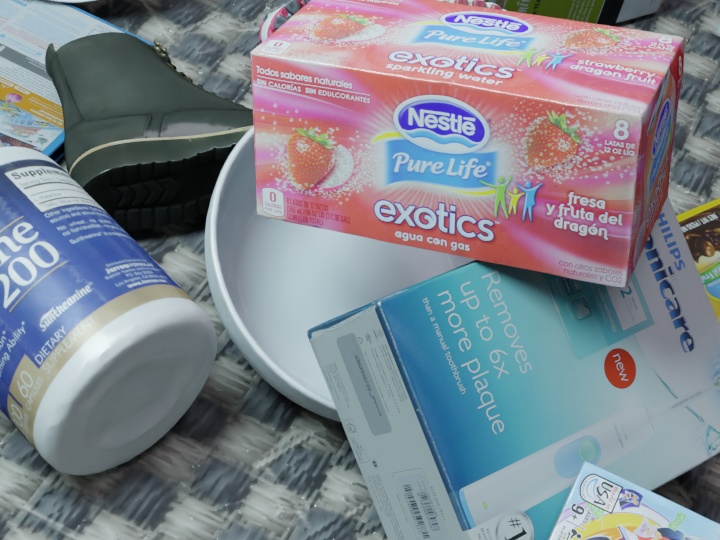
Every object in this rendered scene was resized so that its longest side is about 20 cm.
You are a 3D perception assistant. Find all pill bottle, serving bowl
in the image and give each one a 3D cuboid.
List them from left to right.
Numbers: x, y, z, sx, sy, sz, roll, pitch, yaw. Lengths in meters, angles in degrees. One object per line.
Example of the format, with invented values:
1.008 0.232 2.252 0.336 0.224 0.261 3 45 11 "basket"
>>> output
-0.178 0.005 0.826 0.111 0.111 0.200 -29 59 -35 "pill bottle"
0.000 0.000 0.889 0.199 0.066 0.201 9 65 -20 "serving bowl"

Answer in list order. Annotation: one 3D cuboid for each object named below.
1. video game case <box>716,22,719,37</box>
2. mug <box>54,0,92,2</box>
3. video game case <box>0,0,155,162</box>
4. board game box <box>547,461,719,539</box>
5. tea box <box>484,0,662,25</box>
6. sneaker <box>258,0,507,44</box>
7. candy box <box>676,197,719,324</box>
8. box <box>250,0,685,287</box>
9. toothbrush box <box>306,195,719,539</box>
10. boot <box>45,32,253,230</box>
0.403 -0.192 1.226 0.199 0.022 0.182 29 47 14 "video game case"
-0.226 -0.283 1.082 0.199 0.148 0.176 -17 35 2 "mug"
-0.241 -0.117 0.995 0.143 0.018 0.200 26 46 11 "video game case"
0.122 0.206 0.705 0.134 0.034 0.201 24 71 9 "board game box"
0.115 -0.285 1.164 0.196 0.134 0.200 -17 52 -28 "tea box"
0.029 -0.155 1.063 0.199 0.081 0.075 10 6 -18 "sneaker"
0.271 -0.010 1.015 0.199 0.026 0.102 -21 58 -30 "candy box"
0.054 -0.073 0.785 0.199 0.095 0.103 12 33 19 "box"
0.094 0.059 0.818 0.199 0.085 0.147 -20 89 -32 "toothbrush box"
-0.093 -0.102 0.970 0.199 0.078 0.139 -3 48 -25 "boot"
